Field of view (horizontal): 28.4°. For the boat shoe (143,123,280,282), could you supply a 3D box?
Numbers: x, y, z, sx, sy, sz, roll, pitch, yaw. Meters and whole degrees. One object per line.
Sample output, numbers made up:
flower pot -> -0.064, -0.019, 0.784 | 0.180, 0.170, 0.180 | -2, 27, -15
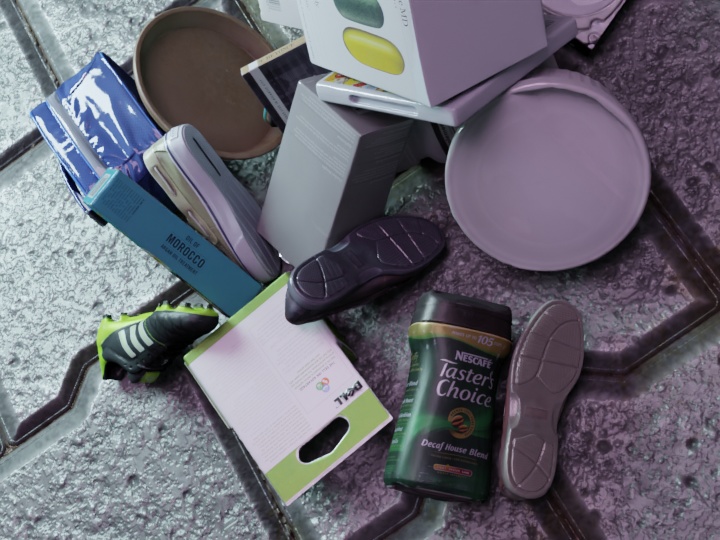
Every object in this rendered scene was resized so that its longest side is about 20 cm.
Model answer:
boat shoe -> -0.159, -0.068, 1.549 | 0.062, 0.201, 0.072 | -24, 20, 25

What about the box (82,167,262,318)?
box -> -0.202, -0.028, 1.524 | 0.200, 0.082, 0.049 | 40, 83, -16

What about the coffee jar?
coffee jar -> 0.089, 0.124, 1.402 | 0.103, 0.085, 0.202 | 12, 78, -10

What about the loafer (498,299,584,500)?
loafer -> 0.169, 0.128, 1.402 | 0.071, 0.063, 0.202 | 18, 72, -10

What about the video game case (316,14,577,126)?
video game case -> 0.085, -0.208, 1.402 | 0.181, 0.023, 0.200 | 17, 44, 41

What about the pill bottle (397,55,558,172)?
pill bottle -> 0.113, -0.183, 1.508 | 0.199, 0.116, 0.117 | -21, 65, 14

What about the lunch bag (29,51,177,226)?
lunch bag -> -0.277, -0.130, 1.625 | 0.132, 0.136, 0.200 | -40, 65, 4

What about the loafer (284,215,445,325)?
loafer -> 0.000, 0.000, 1.477 | 0.199, 0.063, 0.072 | -24, 66, -35

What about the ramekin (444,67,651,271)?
ramekin -> 0.187, -0.108, 1.416 | 0.201, 0.204, 0.094 | -12, 24, 16

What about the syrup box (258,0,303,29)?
syrup box -> -0.033, -0.360, 1.603 | 0.081, 0.079, 0.200 | 17, 49, 27

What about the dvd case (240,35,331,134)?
dvd case -> -0.011, -0.213, 1.548 | 0.199, 0.149, 0.016 | -26, 48, 10

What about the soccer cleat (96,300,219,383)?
soccer cleat -> -0.218, 0.079, 1.543 | 0.199, 0.067, 0.082 | -13, 77, 47

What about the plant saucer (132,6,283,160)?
plant saucer -> -0.166, -0.208, 1.607 | 0.029, 0.199, 0.202 | -43, 51, 50

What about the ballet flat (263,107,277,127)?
ballet flat -> -0.038, -0.241, 1.609 | 0.068, 0.068, 0.201 | 23, 73, 12

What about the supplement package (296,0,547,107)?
supplement package -> 0.049, -0.272, 1.348 | 0.150, 0.153, 0.200 | -29, 34, -25

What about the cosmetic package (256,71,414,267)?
cosmetic package -> -0.029, -0.097, 1.488 | 0.090, 0.201, 0.107 | -22, 54, -39

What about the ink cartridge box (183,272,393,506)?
ink cartridge box -> -0.068, 0.128, 1.485 | 0.148, 0.076, 0.200 | -39, 67, 3

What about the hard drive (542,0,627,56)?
hard drive -> 0.206, -0.345, 1.534 | 0.199, 0.038, 0.140 | 36, 85, 5
